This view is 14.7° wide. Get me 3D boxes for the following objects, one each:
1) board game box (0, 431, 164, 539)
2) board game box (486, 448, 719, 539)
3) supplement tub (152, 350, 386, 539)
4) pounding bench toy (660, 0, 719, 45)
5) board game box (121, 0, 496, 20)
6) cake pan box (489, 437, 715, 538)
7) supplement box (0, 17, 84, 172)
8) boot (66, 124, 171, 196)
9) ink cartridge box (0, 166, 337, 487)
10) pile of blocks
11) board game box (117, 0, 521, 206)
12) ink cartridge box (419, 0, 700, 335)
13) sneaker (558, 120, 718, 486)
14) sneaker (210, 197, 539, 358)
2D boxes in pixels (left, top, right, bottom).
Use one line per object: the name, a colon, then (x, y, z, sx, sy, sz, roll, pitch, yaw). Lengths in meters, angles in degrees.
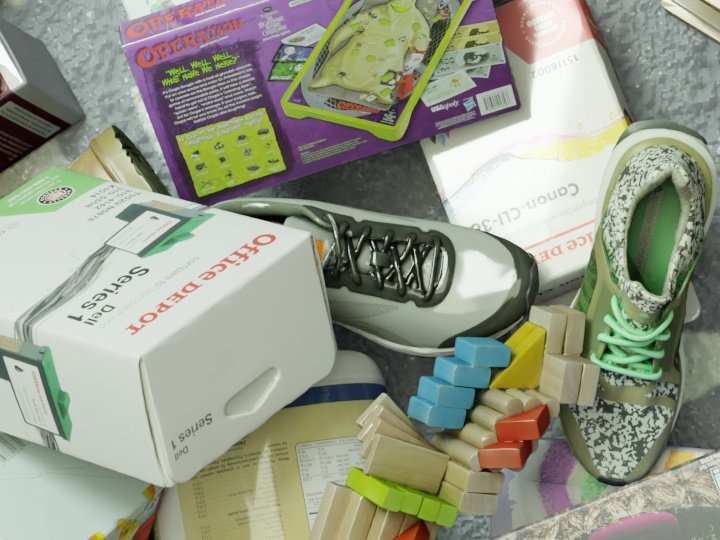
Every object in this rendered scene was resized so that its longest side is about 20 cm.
board game box: (-0.196, 0.176, 1.560, 0.103, 0.105, 0.200, 36, 136, 15)
board game box: (0.172, 0.212, 1.474, 0.159, 0.097, 0.201, -23, 78, 10)
supplement tub: (-0.042, 0.155, 1.559, 0.144, 0.144, 0.201, -12, 81, 12)
pounding bench toy: (0.210, -0.200, 1.535, 0.200, 0.156, 0.125, 34, 92, 15)
board game box: (-0.018, -0.159, 1.590, 0.199, 0.148, 0.065, -29, 75, 9)
cake pan box: (0.159, 0.197, 1.555, 0.183, 0.052, 0.201, 5, 85, 16)
supplement box: (-0.275, -0.071, 1.661, 0.200, 0.109, 0.061, -34, 76, 7)
boot: (-0.177, 0.036, 1.651, 0.200, 0.066, 0.175, -39, 67, 7)
ink cartridge box: (-0.133, 0.026, 1.489, 0.199, 0.146, 0.085, 13, 126, 37)
pile of blocks: (0.053, 0.092, 1.471, 0.200, 0.062, 0.082, -50, 117, -10)
board game box: (-0.021, -0.112, 1.523, 0.199, 0.120, 0.032, -17, 42, 1)
ink cartridge box: (0.107, -0.049, 1.587, 0.116, 0.067, 0.201, -23, 79, 9)
sneaker: (0.146, 0.021, 1.499, 0.076, 0.089, 0.201, 8, 99, 5)
sneaker: (0.000, 0.000, 1.535, 0.199, 0.079, 0.074, 7, 77, 16)
